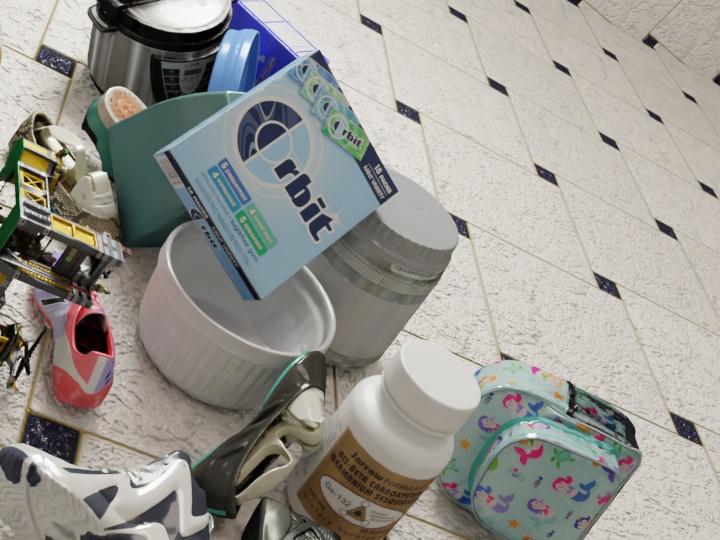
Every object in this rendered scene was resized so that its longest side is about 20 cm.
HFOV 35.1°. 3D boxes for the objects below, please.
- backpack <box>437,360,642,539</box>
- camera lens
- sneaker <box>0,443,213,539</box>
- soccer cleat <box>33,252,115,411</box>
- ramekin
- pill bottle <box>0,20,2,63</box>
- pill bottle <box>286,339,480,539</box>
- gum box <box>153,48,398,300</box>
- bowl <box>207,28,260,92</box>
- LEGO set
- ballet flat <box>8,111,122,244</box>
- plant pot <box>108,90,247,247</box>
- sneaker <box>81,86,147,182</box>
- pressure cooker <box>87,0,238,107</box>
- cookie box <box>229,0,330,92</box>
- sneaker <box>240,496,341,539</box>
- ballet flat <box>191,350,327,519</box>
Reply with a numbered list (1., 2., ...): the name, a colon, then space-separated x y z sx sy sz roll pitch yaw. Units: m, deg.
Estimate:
1. backpack: 0.182 0.203 1.234 0.199 0.178 0.151 32 23 1
2. camera lens: 0.000 0.000 1.308 0.159 0.200 0.160 27 29 -17
3. sneaker: -0.200 0.184 0.935 0.199 0.080 0.130 32 27 -8
4. soccer cleat: -0.265 0.043 1.077 0.066 0.077 0.200 16 34 -32
5. ramekin: -0.135 0.051 1.183 0.199 0.105 0.201 27 30 -17
6. pill bottle: -0.456 -0.232 1.243 0.111 0.111 0.200 26 29 -18
7. pill bottle: 0.024 0.166 1.083 0.114 0.200 0.115 26 30 -16
8. gum box: -0.079 -0.096 1.131 0.200 0.044 0.170 -39 108 -27
9. bowl: -0.169 -0.211 1.452 0.039 0.201 0.201 13 30 -2
10. LEGO set: -0.288 -0.004 1.014 0.116 0.200 0.154 26 15 -33
11. ballet flat: -0.315 -0.100 1.240 0.200 0.075 0.068 49 29 21
12. plant pot: -0.158 -0.118 1.238 0.141 0.200 0.142 -1 77 -41
13. sneaker: -0.253 -0.119 1.350 0.200 0.080 0.071 56 43 -8
14. pressure cooker: -0.259 -0.317 1.463 0.178 0.200 0.176 19 48 -8
15. cookie box: -0.166 -0.286 1.591 0.200 0.171 0.075 45 32 14
16. sneaker: -0.048 0.283 0.958 0.114 0.076 0.200 23 25 -11
17. ballet flat: -0.077 0.158 1.060 0.068 0.068 0.200 25 55 28
